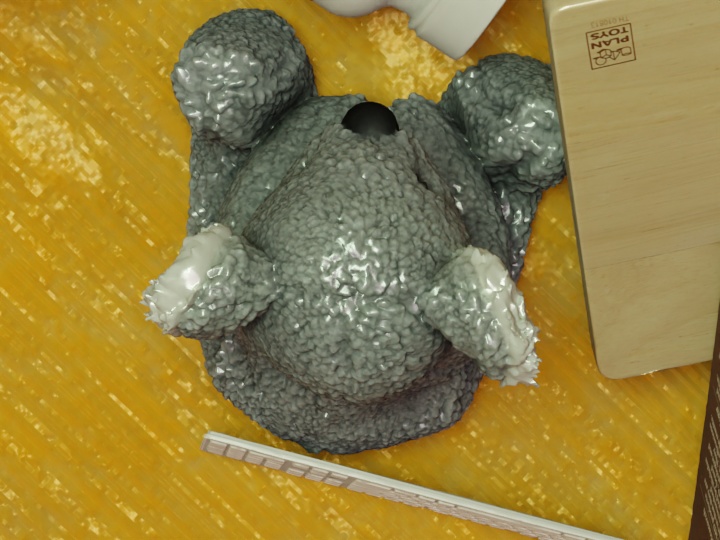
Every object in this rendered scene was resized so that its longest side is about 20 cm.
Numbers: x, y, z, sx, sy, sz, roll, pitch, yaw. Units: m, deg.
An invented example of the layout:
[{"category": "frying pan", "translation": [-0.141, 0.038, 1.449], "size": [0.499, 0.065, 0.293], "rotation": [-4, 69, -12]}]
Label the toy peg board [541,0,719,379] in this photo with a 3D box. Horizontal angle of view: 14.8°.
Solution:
[{"category": "toy peg board", "translation": [0.175, -0.076, 1.121], "size": [0.199, 0.098, 0.200], "rotation": [-12, 132, 1]}]

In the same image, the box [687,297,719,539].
[{"category": "box", "translation": [0.196, 0.068, 1.140], "size": [0.100, 0.075, 0.201], "rotation": [-4, 134, -4]}]

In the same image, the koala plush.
[{"category": "koala plush", "translation": [0.000, 0.000, 1.112], "size": [0.176, 0.200, 0.185], "rotation": [9, 98, -3]}]

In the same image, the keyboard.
[{"category": "keyboard", "translation": [0.028, 0.098, 1.200], "size": [0.199, 0.056, 0.011], "rotation": [15, 86, -3]}]

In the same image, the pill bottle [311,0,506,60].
[{"category": "pill bottle", "translation": [-0.018, -0.177, 1.131], "size": [0.200, 0.113, 0.113], "rotation": [35, 96, -5]}]
